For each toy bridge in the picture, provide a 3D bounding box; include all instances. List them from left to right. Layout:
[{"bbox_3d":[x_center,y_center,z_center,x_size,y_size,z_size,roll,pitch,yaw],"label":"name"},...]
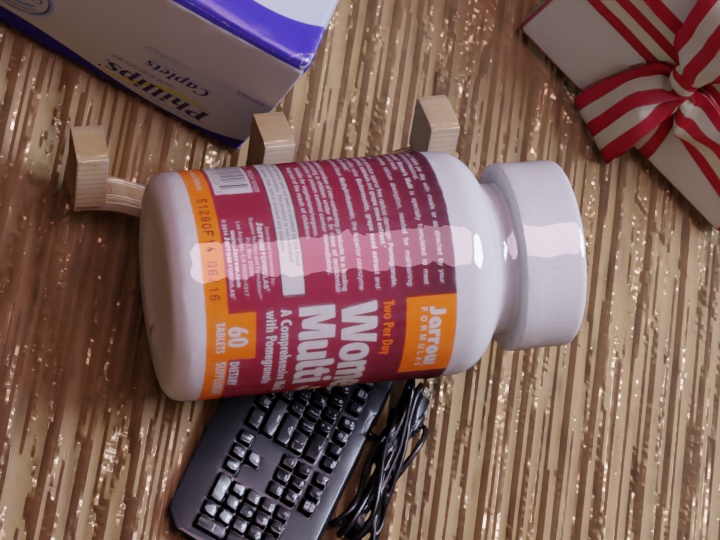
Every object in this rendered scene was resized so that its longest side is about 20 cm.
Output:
[{"bbox_3d":[-0.046,-0.046,1.277,0.199,0.067,0.027,-6,45,-17],"label":"toy bridge"}]

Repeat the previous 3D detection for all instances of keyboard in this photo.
[{"bbox_3d":[-0.009,0.064,1.272,0.104,0.040,0.200,33,60,-12],"label":"keyboard"}]

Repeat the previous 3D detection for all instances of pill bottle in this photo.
[{"bbox_3d":[0.000,0.000,1.236,0.199,0.110,0.110,-5,72,-13],"label":"pill bottle"}]

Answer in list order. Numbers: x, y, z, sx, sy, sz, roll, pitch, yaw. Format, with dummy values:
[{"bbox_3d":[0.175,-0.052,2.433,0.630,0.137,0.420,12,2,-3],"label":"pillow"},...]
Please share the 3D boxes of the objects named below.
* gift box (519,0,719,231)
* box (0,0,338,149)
[{"bbox_3d":[0.226,-0.139,1.390,0.200,0.185,0.187,43,55,2],"label":"gift box"},{"bbox_3d":[-0.089,-0.198,1.297,0.184,0.105,0.200,28,61,-14],"label":"box"}]
